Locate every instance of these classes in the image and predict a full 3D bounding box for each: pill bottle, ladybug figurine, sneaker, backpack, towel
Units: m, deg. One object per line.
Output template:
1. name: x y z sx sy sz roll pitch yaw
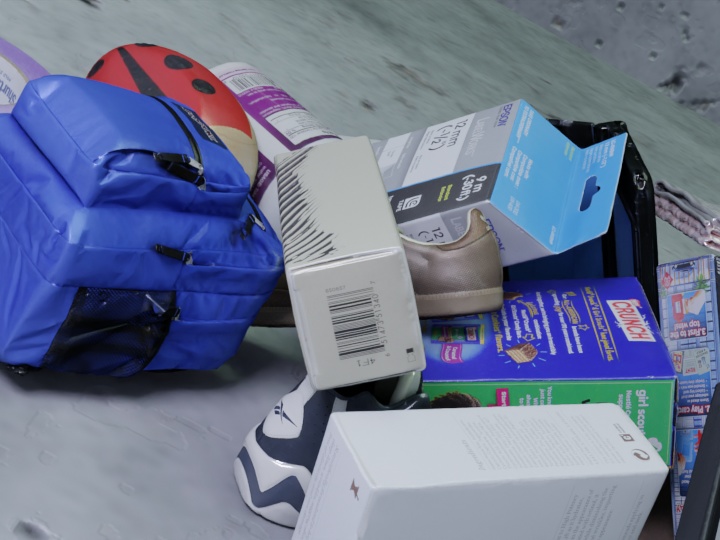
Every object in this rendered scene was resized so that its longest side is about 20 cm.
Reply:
1. pill bottle: -0.067 -0.082 1.224 0.200 0.112 0.112 42 24 30
2. ladybug figurine: -0.161 -0.118 1.155 0.136 0.072 0.200 -31 54 -15
3. sneaker: 0.000 0.000 1.015 0.200 0.076 0.070 -4 -4 8
4. sneaker: 0.031 0.101 0.897 0.199 0.130 0.080 19 25 -27
5. backpack: -0.141 -0.022 0.910 0.200 0.168 0.163 12 33 -48
6. towel: 0.340 -0.019 1.162 0.191 0.032 0.200 19 10 -6

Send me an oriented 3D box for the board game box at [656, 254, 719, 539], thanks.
1. board game box: 0.294 0.113 1.032 0.200 0.200 0.062 18 -16 -27

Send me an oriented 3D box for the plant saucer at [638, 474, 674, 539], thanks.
1. plant saucer: 0.202 0.159 1.069 0.200 0.032 0.200 15 37 -11

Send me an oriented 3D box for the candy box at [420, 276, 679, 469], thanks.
1. candy box: 0.115 0.071 1.041 0.200 0.077 0.169 -2 23 2

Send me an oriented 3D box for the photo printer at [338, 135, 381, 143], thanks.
1. photo printer: 0.020 -0.062 1.353 0.166 0.070 0.200 42 24 30

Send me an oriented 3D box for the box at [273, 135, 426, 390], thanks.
1. box: -0.010 -0.011 0.876 0.068 0.082 0.200 -12 22 -1

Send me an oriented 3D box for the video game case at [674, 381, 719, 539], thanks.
1. video game case: 0.267 0.191 0.908 0.181 0.025 0.200 50 37 -13

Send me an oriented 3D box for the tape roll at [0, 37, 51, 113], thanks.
1. tape roll: -0.320 -0.132 1.069 0.200 0.066 0.200 26 20 -10

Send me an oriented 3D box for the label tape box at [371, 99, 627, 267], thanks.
1. label tape box: 0.089 -0.061 1.079 0.066 0.200 0.143 58 32 -26

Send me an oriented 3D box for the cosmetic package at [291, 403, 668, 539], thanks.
1. cosmetic package: 0.069 0.137 0.844 0.200 0.102 0.074 3 31 -27

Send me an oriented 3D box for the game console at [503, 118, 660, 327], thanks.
1. game console: 0.173 -0.014 1.186 0.116 0.200 0.176 -8 27 3
